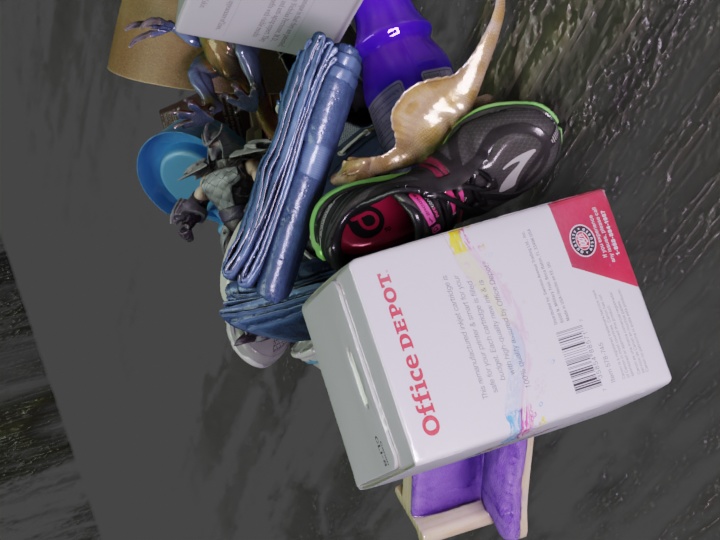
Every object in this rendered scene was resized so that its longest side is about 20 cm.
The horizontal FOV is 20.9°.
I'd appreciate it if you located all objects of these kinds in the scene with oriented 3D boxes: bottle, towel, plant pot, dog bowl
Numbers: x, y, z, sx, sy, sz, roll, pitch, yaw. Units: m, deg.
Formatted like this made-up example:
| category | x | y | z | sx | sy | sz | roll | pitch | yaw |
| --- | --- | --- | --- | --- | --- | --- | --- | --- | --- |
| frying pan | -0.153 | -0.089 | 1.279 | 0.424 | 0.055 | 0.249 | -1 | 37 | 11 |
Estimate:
| category | x | y | z | sx | sy | sz | roll | pitch | yaw |
| --- | --- | --- | --- | --- | --- | --- | --- | --- | --- |
| bottle | 0.041 | -0.137 | 1.537 | 0.084 | 0.065 | 0.201 | -42 | 64 | 63 |
| towel | -0.004 | 0.018 | 1.571 | 0.199 | 0.111 | 0.049 | -16 | 71 | 28 |
| towel | -0.050 | -0.078 | 1.481 | 0.112 | 0.048 | 0.201 | 7 | -79 | -86 |
| plant pot | -0.131 | -0.275 | 1.790 | 0.186 | 0.185 | 0.201 | -145 | 59 | -62 |
| dog bowl | -0.125 | -0.074 | 1.921 | 0.200 | 0.050 | 0.111 | 39 | 133 | -9 |

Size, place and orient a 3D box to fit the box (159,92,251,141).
| category | x | y | z | sx | sy | sz | roll | pitch | yaw |
| --- | --- | --- | --- | --- | --- | --- | --- | --- | --- |
| box | -0.145 | -0.139 | 2.047 | 0.200 | 0.075 | 0.101 | 172 | 83 | -69 |

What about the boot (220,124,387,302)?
| category | x | y | z | sx | sy | sz | roll | pitch | yaw |
| --- | --- | --- | --- | --- | --- | --- | --- | --- | --- |
| boot | -0.035 | -0.042 | 1.642 | 0.090 | 0.201 | 0.073 | 24 | 168 | 48 |

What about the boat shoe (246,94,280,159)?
| category | x | y | z | sx | sy | sz | roll | pitch | yaw |
| --- | --- | --- | --- | --- | --- | --- | --- | --- | --- |
| boat shoe | -0.071 | -0.132 | 1.854 | 0.200 | 0.068 | 0.072 | -96 | -4 | -55 |

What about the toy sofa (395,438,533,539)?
| category | x | y | z | sx | sy | sz | roll | pitch | yaw |
| --- | --- | --- | --- | --- | --- | --- | --- | --- | --- |
| toy sofa | 0.085 | 0.137 | 1.592 | 0.098 | 0.082 | 0.201 | -123 | 26 | -44 |

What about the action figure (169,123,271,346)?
| category | x | y | z | sx | sy | sz | roll | pitch | yaw |
| --- | --- | --- | --- | --- | --- | --- | --- | --- | --- |
| action figure | -0.107 | -0.036 | 1.744 | 0.130 | 0.069 | 0.201 | -15 | 91 | 50 |

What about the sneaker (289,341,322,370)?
| category | x | y | z | sx | sy | sz | roll | pitch | yaw |
| --- | --- | --- | --- | --- | --- | --- | --- | --- | --- |
| sneaker | 0.022 | 0.068 | 1.765 | 0.087 | 0.075 | 0.200 | 40 | 158 | -21 |

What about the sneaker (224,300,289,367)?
| category | x | y | z | sx | sy | sz | roll | pitch | yaw |
| --- | --- | --- | --- | --- | --- | --- | --- | --- | --- |
| sneaker | -0.068 | -0.007 | 1.817 | 0.082 | 0.074 | 0.201 | 0 | 71 | 62 |

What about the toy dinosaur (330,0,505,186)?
| category | x | y | z | sx | sy | sz | roll | pitch | yaw |
| --- | --- | --- | --- | --- | --- | --- | --- | --- | --- |
| toy dinosaur | 0.069 | -0.115 | 1.427 | 0.101 | 0.200 | 0.058 | 34 | -168 | -42 |

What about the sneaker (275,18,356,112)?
| category | x | y | z | sx | sy | sz | roll | pitch | yaw |
| --- | --- | --- | --- | --- | --- | --- | --- | --- | --- |
| sneaker | -0.033 | -0.161 | 1.710 | 0.076 | 0.077 | 0.201 | -144 | 45 | -64 |

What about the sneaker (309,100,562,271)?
| category | x | y | z | sx | sy | sz | roll | pitch | yaw |
| --- | --- | --- | --- | --- | --- | --- | --- | --- | --- |
| sneaker | 0.058 | -0.050 | 1.387 | 0.077 | 0.199 | 0.084 | 55 | -168 | -24 |

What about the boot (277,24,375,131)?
| category | x | y | z | sx | sy | sz | roll | pitch | yaw |
| --- | --- | --- | --- | --- | --- | --- | --- | --- | --- |
| boot | -0.043 | -0.197 | 1.605 | 0.200 | 0.075 | 0.097 | 45 | -171 | -24 |

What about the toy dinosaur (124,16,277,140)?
| category | x | y | z | sx | sy | sz | roll | pitch | yaw |
| --- | --- | --- | --- | --- | --- | --- | --- | --- | --- |
| toy dinosaur | -0.132 | -0.205 | 1.688 | 0.200 | 0.105 | 0.182 | 41 | -146 | -43 |

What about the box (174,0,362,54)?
| category | x | y | z | sx | sy | sz | roll | pitch | yaw |
| --- | --- | --- | --- | --- | --- | --- | --- | --- | --- |
| box | -0.056 | -0.298 | 1.498 | 0.200 | 0.130 | 0.200 | 130 | 146 | -66 |

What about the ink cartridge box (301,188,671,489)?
| category | x | y | z | sx | sy | sz | roll | pitch | yaw |
| --- | --- | --- | --- | --- | --- | --- | --- | --- | --- |
| ink cartridge box | 0.082 | 0.051 | 1.358 | 0.145 | 0.199 | 0.146 | 140 | 113 | -69 |
